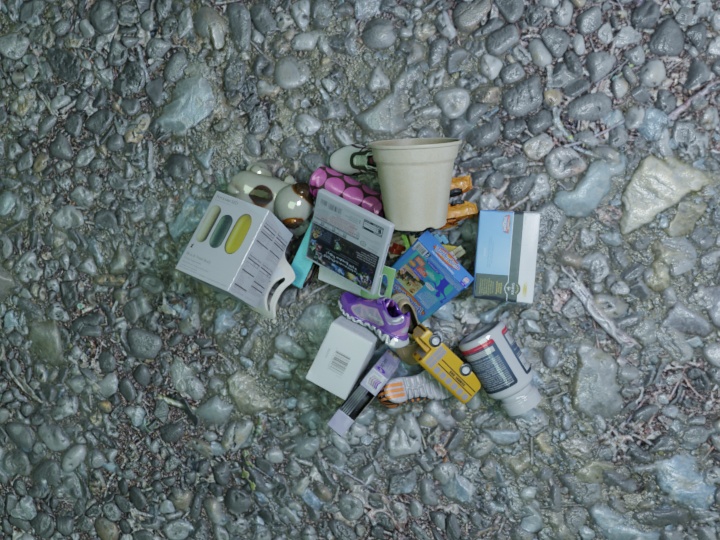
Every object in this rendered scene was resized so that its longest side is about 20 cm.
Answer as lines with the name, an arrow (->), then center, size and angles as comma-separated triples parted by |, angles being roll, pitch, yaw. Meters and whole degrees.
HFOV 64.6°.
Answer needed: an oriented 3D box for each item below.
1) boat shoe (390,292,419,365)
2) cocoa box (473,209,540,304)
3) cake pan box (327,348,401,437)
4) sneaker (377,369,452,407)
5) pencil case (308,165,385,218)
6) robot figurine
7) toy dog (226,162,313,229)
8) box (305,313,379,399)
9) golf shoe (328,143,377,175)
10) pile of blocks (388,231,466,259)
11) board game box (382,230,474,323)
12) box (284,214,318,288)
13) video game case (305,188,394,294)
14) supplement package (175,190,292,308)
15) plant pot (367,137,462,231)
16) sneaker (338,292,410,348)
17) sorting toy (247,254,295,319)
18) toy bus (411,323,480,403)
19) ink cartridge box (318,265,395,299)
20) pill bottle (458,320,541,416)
boat shoe -> 0.112, 0.152, 1.364 | 0.071, 0.065, 0.200 | -24, 115, -12
cocoa box -> 0.328, -0.036, 1.293 | 0.131, 0.133, 0.200 | 4, 96, 12
cake pan box -> 0.013, 0.287, 1.360 | 0.052, 0.200, 0.184 | 37, 104, 7
sneaker -> 0.133, 0.290, 1.402 | 0.200, 0.112, 0.078 | 0, 70, -18
pencil case -> -0.030, -0.174, 1.387 | 0.200, 0.094, 0.091 | 32, 61, 9
robot figurine -> 0.170, -0.152, 1.346 | 0.200, 0.058, 0.145 | -11, 75, 13
toy dog -> -0.202, -0.181, 1.370 | 0.200, 0.194, 0.140 | 21, 91, 19
box -> -0.028, 0.191, 1.359 | 0.106, 0.200, 0.152 | 27, 101, 8
golf shoe -> 0.014, -0.269, 1.364 | 0.200, 0.088, 0.077 | 1, 97, 13
pile of blocks -> 0.152, -0.062, 1.366 | 0.200, 0.062, 0.082 | 4, 96, 12
board game box -> 0.148, 0.020, 1.326 | 0.152, 0.045, 0.200 | 47, 142, 4
box -> -0.116, -0.057, 1.415 | 0.049, 0.082, 0.200 | 27, 101, 8
video game case -> -0.029, -0.065, 1.287 | 0.200, 0.023, 0.182 | 28, 124, 23
supplement package -> -0.285, -0.046, 1.309 | 0.152, 0.151, 0.200 | 21, 78, 20
plant pot -> 0.118, -0.187, 1.234 | 0.200, 0.200, 0.184 | 1, 108, 12
sneaker -> 0.038, 0.093, 1.311 | 0.200, 0.080, 0.089 | 31, 117, 28
sorting toy -> -0.238, 0.024, 1.405 | 0.180, 0.107, 0.200 | 36, 104, 37
toy bus -> 0.192, 0.215, 1.326 | 0.200, 0.065, 0.078 | 43, 90, -16
ink cartridge box -> 0.000, 0.000, 1.376 | 0.200, 0.059, 0.104 | 21, 117, 22
pill bottle -> 0.329, 0.230, 1.326 | 0.120, 0.120, 0.200 | -31, 88, 13
